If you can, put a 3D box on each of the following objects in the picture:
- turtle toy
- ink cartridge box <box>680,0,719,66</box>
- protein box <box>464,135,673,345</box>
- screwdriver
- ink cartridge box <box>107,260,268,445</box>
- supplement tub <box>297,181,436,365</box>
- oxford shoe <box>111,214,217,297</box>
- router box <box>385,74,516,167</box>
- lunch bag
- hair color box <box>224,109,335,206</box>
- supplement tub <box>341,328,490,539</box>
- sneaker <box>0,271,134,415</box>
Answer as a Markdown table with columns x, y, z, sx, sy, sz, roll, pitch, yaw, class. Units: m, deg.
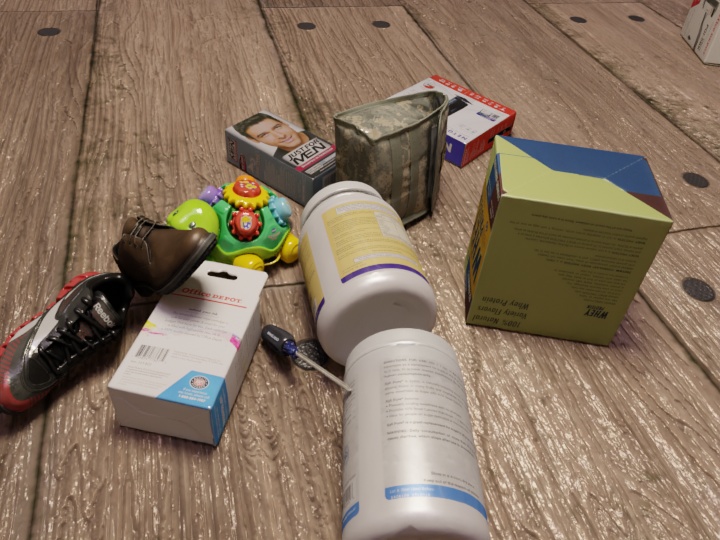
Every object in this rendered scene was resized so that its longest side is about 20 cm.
| x | y | z | sx | sy | sz | roll | pitch | yaw | class |
| --- | --- | --- | --- | --- | --- | --- | --- | --- | --- |
| -0.171 | -0.062 | 0.807 | 0.144 | 0.103 | 0.198 | 31 | 38 | 25 | turtle toy |
| 0.914 | -0.636 | 1.546 | 0.080 | 0.150 | 0.203 | 6 | 41 | 2 | ink cartridge box |
| 0.246 | -0.036 | 0.771 | 0.192 | 0.204 | 0.137 | 9 | 41 | 2 | protein box |
| -0.065 | 0.098 | 0.660 | 0.029 | 0.029 | 0.199 | -27 | 25 | -20 | screwdriver |
| -0.182 | 0.083 | 0.686 | 0.112 | 0.069 | 0.203 | 10 | 43 | 6 | ink cartridge box |
| 0.000 | 0.000 | 0.743 | 0.141 | 0.148 | 0.203 | -6 | 43 | -13 | supplement tub |
| -0.232 | -0.022 | 0.680 | 0.197 | 0.085 | 0.073 | -12 | 35 | 45 | oxford shoe |
| 0.167 | -0.290 | 1.150 | 0.198 | 0.050 | 0.178 | 34 | 49 | 26 | router box |
| 0.063 | -0.168 | 0.918 | 0.197 | 0.168 | 0.117 | -28 | 46 | -31 | lunch bag |
| -0.121 | -0.187 | 0.993 | 0.197 | 0.062 | 0.099 | 31 | 48 | 25 | hair color box |
| 0.045 | 0.173 | 0.573 | 0.128 | 0.134 | 0.203 | 4 | 42 | -3 | supplement tub |
| -0.319 | 0.069 | 0.663 | 0.096 | 0.072 | 0.202 | -13 | 32 | 31 | sneaker |
